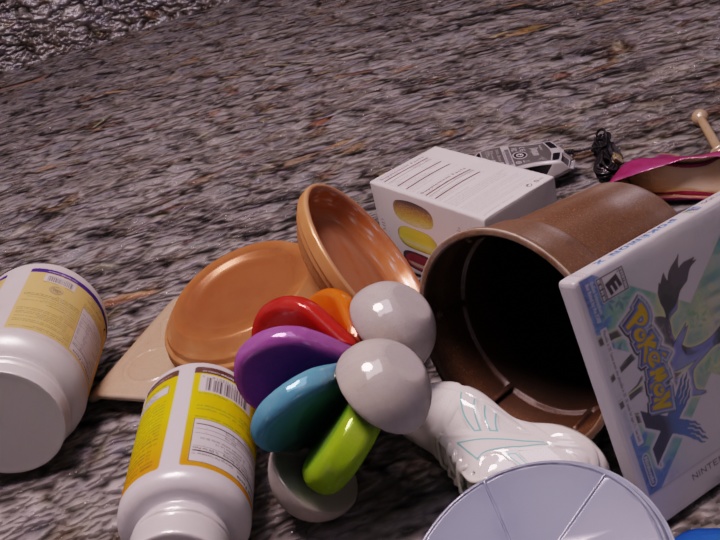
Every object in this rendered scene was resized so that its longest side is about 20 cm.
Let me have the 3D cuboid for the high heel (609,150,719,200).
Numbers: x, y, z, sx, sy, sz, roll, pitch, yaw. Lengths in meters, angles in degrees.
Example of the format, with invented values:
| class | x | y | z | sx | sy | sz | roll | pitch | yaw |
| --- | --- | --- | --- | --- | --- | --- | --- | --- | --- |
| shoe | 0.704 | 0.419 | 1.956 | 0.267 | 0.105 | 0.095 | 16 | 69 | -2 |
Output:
| class | x | y | z | sx | sy | sz | roll | pitch | yaw |
| --- | --- | --- | --- | --- | --- | --- | --- | --- | --- |
| high heel | 0.382 | -0.103 | 1.028 | 0.095 | 0.068 | 0.199 | -25 | 27 | -28 |

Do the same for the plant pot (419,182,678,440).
| class | x | y | z | sx | sy | sz | roll | pitch | yaw |
| --- | --- | --- | --- | --- | --- | --- | --- | --- | --- |
| plant pot | 0.188 | 0.025 | 0.801 | 0.197 | 0.203 | 0.199 | -27 | 30 | -38 |

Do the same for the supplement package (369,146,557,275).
| class | x | y | z | sx | sy | sz | roll | pitch | yaw |
| --- | --- | --- | --- | --- | --- | --- | --- | --- | --- |
| supplement package | 0.119 | -0.055 | 1.030 | 0.109 | 0.115 | 0.199 | -30 | 31 | -26 |

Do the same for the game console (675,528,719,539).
| class | x | y | z | sx | sy | sz | roll | pitch | yaw |
| --- | --- | --- | --- | --- | --- | --- | --- | --- | --- |
| game console | 0.244 | 0.255 | 0.538 | 0.170 | 0.119 | 0.199 | 39 | 54 | 18 |

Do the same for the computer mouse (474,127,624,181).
| class | x | y | z | sx | sy | sz | roll | pitch | yaw |
| --- | --- | --- | --- | --- | --- | --- | --- | --- | --- |
| computer mouse | 0.243 | -0.139 | 1.191 | 0.196 | 0.044 | 0.110 | -7 | 35 | 4 |

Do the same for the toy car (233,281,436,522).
| class | x | y | z | sx | sy | sz | roll | pitch | yaw |
| --- | --- | --- | --- | --- | --- | --- | --- | --- | --- |
| toy car | -0.033 | 0.092 | 0.760 | 0.176 | 0.149 | 0.201 | -53 | 13 | 30 |

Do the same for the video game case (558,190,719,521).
| class | x | y | z | sx | sy | sz | roll | pitch | yaw |
| --- | --- | --- | --- | --- | --- | --- | --- | --- | --- |
| video game case | 0.253 | 0.062 | 0.682 | 0.180 | 0.203 | 0.022 | -26 | 12 | -19 |

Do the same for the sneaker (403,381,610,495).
| class | x | y | z | sx | sy | sz | roll | pitch | yaw |
| --- | --- | --- | --- | --- | --- | --- | --- | --- | --- |
| sneaker | 0.098 | 0.150 | 0.736 | 0.198 | 0.071 | 0.080 | 14 | 43 | 41 |

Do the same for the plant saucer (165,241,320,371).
| class | x | y | z | sx | sy | sz | roll | pitch | yaw |
| --- | --- | --- | --- | --- | --- | --- | --- | --- | --- |
| plant saucer | -0.120 | 0.031 | 0.957 | 0.197 | 0.038 | 0.201 | -16 | 34 | 11 |

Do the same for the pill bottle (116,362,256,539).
| class | x | y | z | sx | sy | sz | roll | pitch | yaw |
| --- | --- | --- | --- | --- | --- | --- | --- | --- | --- |
| pill bottle | -0.143 | 0.176 | 0.763 | 0.107 | 0.111 | 0.201 | -13 | 29 | 4 |

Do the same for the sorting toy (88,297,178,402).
| class | x | y | z | sx | sy | sz | roll | pitch | yaw |
| --- | --- | --- | --- | --- | --- | --- | --- | --- | --- |
| sorting toy | -0.181 | 0.091 | 1.012 | 0.197 | 0.037 | 0.186 | -5 | 31 | 27 |

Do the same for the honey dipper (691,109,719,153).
| class | x | y | z | sx | sy | sz | roll | pitch | yaw |
| --- | --- | --- | --- | --- | --- | --- | --- | --- | --- |
| honey dipper | 0.446 | -0.162 | 1.144 | 0.037 | 0.039 | 0.201 | -8 | 26 | 12 |

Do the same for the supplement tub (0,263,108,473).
| class | x | y | z | sx | sy | sz | roll | pitch | yaw |
| --- | --- | --- | --- | --- | --- | --- | --- | --- | --- |
| supplement tub | -0.353 | 0.100 | 0.958 | 0.143 | 0.147 | 0.201 | -14 | 29 | 3 |

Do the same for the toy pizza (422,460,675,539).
| class | x | y | z | sx | sy | sz | roll | pitch | yaw |
| --- | --- | --- | --- | --- | --- | --- | --- | --- | --- |
| toy pizza | 0.118 | 0.218 | 0.608 | 0.198 | 0.032 | 0.202 | -22 | 36 | 17 |

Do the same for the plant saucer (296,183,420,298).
| class | x | y | z | sx | sy | sz | roll | pitch | yaw |
| --- | --- | --- | --- | --- | --- | --- | --- | --- | --- |
| plant saucer | 0.000 | 0.000 | 0.937 | 0.037 | 0.200 | 0.201 | -39 | 23 | 20 |
